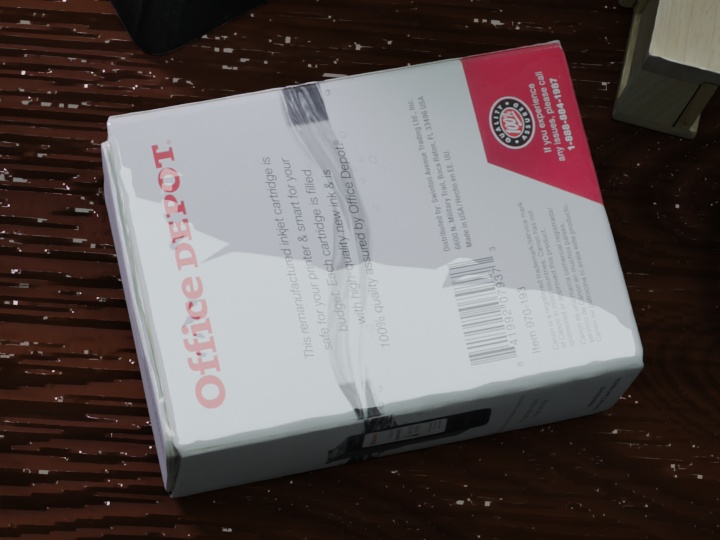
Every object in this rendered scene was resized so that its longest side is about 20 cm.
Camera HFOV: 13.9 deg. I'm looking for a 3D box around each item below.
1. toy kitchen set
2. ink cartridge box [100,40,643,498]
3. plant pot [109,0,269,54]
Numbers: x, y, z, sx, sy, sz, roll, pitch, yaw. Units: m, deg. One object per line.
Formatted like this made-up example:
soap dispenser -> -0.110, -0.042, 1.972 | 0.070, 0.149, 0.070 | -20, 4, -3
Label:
toy kitchen set -> 0.221, -0.163, 1.265 | 0.180, 0.163, 0.201 | 14, 72, -3
ink cartridge box -> 0.000, 0.000, 1.227 | 0.199, 0.083, 0.146 | -10, 75, -10
plant pot -> -0.050, -0.245, 1.249 | 0.199, 0.177, 0.200 | -28, 78, -13
